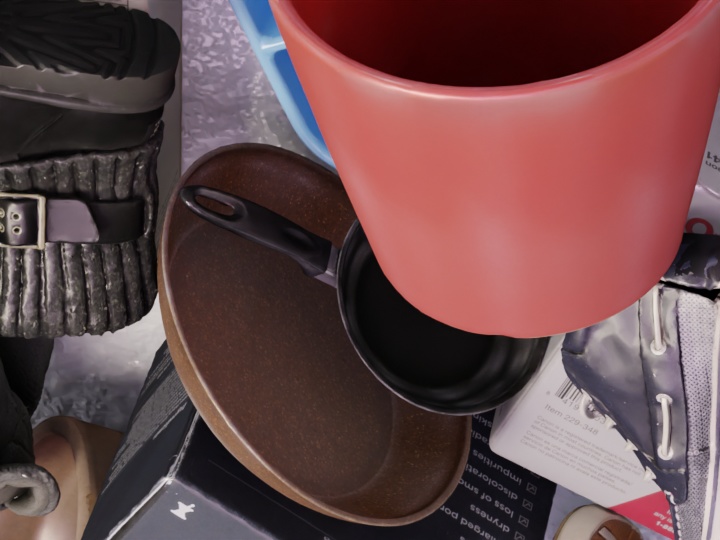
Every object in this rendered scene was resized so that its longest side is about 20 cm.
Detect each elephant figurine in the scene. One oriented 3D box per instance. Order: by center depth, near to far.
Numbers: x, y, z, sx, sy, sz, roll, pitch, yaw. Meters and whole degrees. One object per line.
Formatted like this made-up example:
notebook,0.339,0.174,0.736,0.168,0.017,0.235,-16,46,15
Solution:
elephant figurine,-0.212,0.080,1.542,0.155,0.142,0.200,17,170,42

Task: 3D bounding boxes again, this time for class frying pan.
frying pan,0.004,0.016,1.406,0.190,0.115,0.031,-2,163,-28

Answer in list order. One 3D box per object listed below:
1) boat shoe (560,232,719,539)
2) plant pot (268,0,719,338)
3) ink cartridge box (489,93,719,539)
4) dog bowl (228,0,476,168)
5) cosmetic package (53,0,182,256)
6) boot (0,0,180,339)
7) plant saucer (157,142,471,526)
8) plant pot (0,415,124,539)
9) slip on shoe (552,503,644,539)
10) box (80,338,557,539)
boat shoe,0.142,0.067,1.387,0.093,0.075,0.200,9,121,16
plant pot,0.066,-0.080,1.280,0.200,0.201,0.177,4,138,11
ink cartridge box,0.174,0.032,1.444,0.147,0.086,0.200,28,127,-8
dog bowl,-0.005,-0.126,1.390,0.111,0.050,0.200,-13,122,23
cosmetic package,-0.142,-0.094,1.434,0.103,0.073,0.200,10,128,7
boot,-0.189,-0.053,1.374,0.211,0.079,0.158,14,128,0
plant saucer,-0.029,0.035,1.411,0.037,0.200,0.200,-33,113,34
plant pot,-0.107,0.193,1.589,0.174,0.200,0.200,17,131,-21
slip on shoe,0.114,0.173,1.551,0.061,0.076,0.200,22,163,24
box,-0.018,0.120,1.489,0.200,0.197,0.124,33,127,-12
